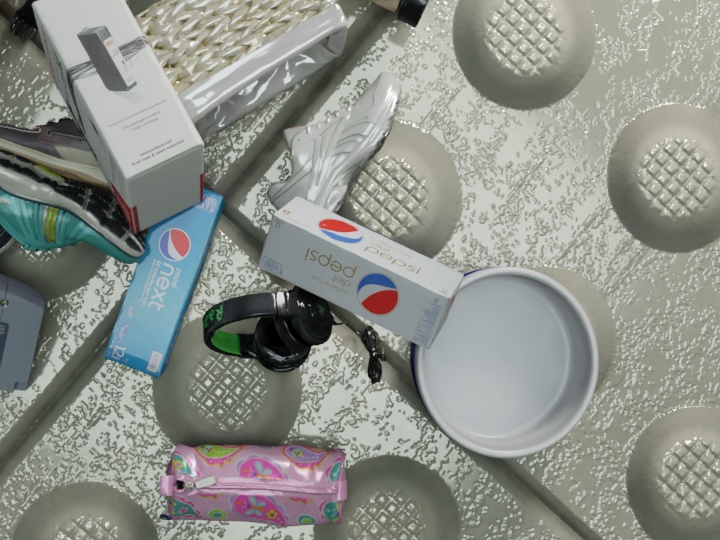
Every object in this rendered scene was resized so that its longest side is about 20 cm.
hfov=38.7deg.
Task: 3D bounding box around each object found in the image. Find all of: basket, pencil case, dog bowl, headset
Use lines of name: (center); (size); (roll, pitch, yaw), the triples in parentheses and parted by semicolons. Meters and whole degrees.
basket: (-0.126, -0.242, 1.067); (0.198, 0.136, 0.124); (-33, 91, -4)
pencil case: (-0.113, 0.229, 1.097); (0.196, 0.087, 0.089); (4, 90, -5)
dog bowl: (0.154, 0.097, 1.120); (0.196, 0.079, 0.204); (0, 91, -4)
headset: (-0.068, 0.074, 1.081); (0.197, 0.123, 0.096); (4, 64, -27)

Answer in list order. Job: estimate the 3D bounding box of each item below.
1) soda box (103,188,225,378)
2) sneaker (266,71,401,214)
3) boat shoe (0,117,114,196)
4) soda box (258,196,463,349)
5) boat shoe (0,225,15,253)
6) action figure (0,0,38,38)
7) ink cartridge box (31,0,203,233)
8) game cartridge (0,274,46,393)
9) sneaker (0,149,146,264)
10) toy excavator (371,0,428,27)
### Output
soda box: (-0.207, 0.006, 1.095); (0.063, 0.068, 0.203); (20, 89, -4)
sneaker: (-0.032, -0.139, 1.106); (0.099, 0.078, 0.202); (34, 87, -1)
boat shoe: (-0.310, -0.128, 1.089); (0.197, 0.072, 0.066); (16, 78, -3)
soda box: (0.000, 0.000, 1.045); (0.198, 0.068, 0.064); (26, 117, 9)
boat shoe: (-0.463, -0.046, 1.072); (0.196, 0.062, 0.076); (0, 64, -3)
action figure: (-0.315, -0.293, 1.019); (0.118, 0.199, 0.104); (21, 62, -34)
ink cartridge box: (-0.233, -0.160, 1.000); (0.083, 0.145, 0.202); (-26, 78, -16)
game cartridge: (-0.429, 0.054, 1.045); (0.197, 0.042, 0.135); (11, 114, -21)
sneaker: (-0.312, -0.054, 1.041); (0.197, 0.078, 0.081); (25, 104, -5)
toy excavator: (0.064, -0.396, 1.104); (0.099, 0.202, 0.196); (23, 133, -5)
